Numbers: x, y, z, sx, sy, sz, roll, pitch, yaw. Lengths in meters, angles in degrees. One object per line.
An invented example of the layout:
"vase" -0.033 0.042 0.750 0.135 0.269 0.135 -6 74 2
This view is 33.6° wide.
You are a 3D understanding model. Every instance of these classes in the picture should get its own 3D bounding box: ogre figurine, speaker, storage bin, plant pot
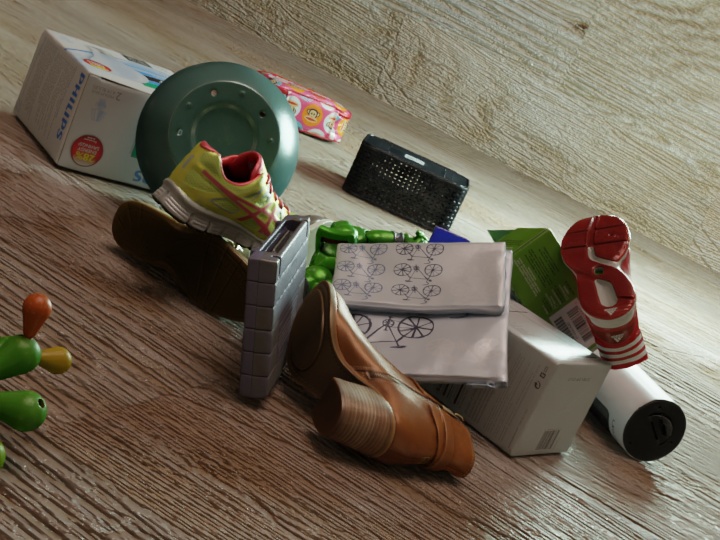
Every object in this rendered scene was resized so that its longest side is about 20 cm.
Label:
"ogre figurine" 0.000 0.000 1.377 0.120 0.098 0.200 21 58 8
"speaker" 0.305 0.143 1.412 0.081 0.081 0.200 19 16 -22
"storage bin" 0.081 -0.151 2.073 0.200 0.094 0.135 25 15 0
"plant pot" -0.164 -0.152 1.391 0.200 0.201 0.161 22 0 -9

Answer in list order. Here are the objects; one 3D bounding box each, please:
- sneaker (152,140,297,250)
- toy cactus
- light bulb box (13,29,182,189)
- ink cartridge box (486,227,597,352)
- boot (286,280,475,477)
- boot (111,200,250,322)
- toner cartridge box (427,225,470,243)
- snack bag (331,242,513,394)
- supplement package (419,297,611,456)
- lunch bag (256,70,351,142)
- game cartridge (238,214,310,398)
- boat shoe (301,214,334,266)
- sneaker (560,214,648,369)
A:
"sneaker" -0.111 -0.072 1.201 0.078 0.090 0.200 36 10 36
"toy cactus" -0.280 0.065 0.752 0.165 0.102 0.200 14 23 -2
"light bulb box" -0.315 -0.203 1.548 0.198 0.125 0.200 13 17 -37
"ink cartridge box" 0.194 0.029 1.407 0.148 0.076 0.200 57 -11 -9
"boot" 0.018 0.104 1.088 0.155 0.074 0.200 23 33 -29
"boot" -0.145 -0.013 1.266 0.200 0.072 0.155 30 13 22
"toner cartridge box" 0.101 0.009 1.435 0.043 0.095 0.200 25 -1 11
"snack bag" 0.057 0.041 1.201 0.188 0.021 0.200 1 43 8
"supplement package" 0.140 0.094 1.259 0.114 0.110 0.200 7 23 -49
"lunch bag" -0.130 -0.335 2.422 0.200 0.082 0.176 20 11 -23
"game cartridge" -0.080 0.029 1.101 0.038 0.130 0.200 11 14 3
"boat shoe" -0.089 -0.037 1.440 0.060 0.072 0.200 31 21 14
"sneaker" 0.264 0.032 1.291 0.078 0.116 0.200 -7 33 15
